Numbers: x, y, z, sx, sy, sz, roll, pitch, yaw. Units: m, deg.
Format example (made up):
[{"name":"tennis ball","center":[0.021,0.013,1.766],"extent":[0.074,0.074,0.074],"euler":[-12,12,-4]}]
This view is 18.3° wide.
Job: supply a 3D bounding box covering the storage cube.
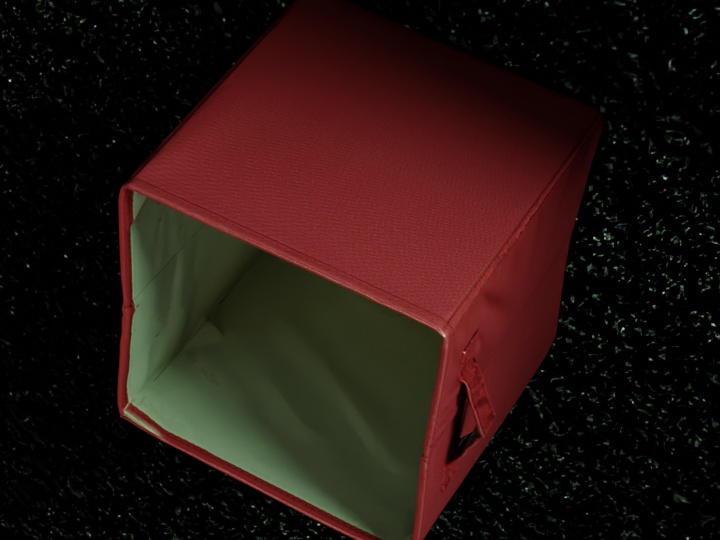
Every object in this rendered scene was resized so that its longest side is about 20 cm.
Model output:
[{"name":"storage cube","center":[0.000,0.000,1.113],"extent":[0.199,0.180,0.172],"euler":[24,138,16]}]
